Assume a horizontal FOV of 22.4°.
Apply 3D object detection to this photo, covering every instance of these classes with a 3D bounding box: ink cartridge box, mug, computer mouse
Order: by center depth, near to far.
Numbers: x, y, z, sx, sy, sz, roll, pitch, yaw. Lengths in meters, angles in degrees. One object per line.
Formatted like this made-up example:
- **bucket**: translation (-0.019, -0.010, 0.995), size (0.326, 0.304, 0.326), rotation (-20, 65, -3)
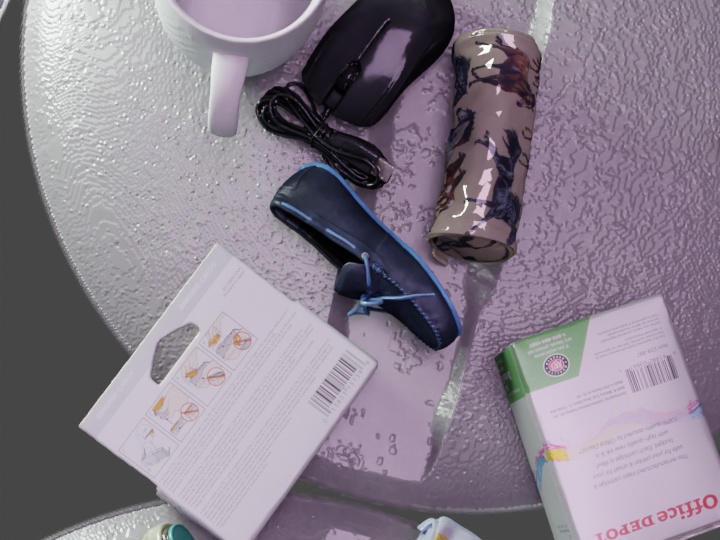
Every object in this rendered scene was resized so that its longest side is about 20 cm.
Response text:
- **mug**: translation (-0.105, -0.212, 1.520), size (0.146, 0.175, 0.202), rotation (7, 80, -6)
- **ink cartridge box**: translation (-0.111, 0.108, 1.532), size (0.173, 0.044, 0.201), rotation (37, 78, 1)
- **ink cartridge box**: translation (0.216, 0.141, 1.546), size (0.144, 0.088, 0.202), rotation (-18, 81, -9)
- **computer mouse**: translation (0.012, -0.182, 1.584), size (0.138, 0.053, 0.201), rotation (32, 76, 11)

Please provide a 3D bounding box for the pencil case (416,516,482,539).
- **pencil case**: translation (0.128, 0.280, 1.510), size (0.199, 0.083, 0.091), rotation (23, 102, -1)

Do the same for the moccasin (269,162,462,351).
- **moccasin**: translation (0.000, 0.000, 1.553), size (0.068, 0.081, 0.200), rotation (-38, 74, -26)

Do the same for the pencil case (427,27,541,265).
- **pencil case**: translation (0.106, -0.105, 1.580), size (0.077, 0.089, 0.202), rotation (15, 78, -33)

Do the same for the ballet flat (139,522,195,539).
- **ballet flat**: translation (-0.121, 0.300, 1.498), size (0.062, 0.067, 0.201), rotation (-38, 82, 16)
